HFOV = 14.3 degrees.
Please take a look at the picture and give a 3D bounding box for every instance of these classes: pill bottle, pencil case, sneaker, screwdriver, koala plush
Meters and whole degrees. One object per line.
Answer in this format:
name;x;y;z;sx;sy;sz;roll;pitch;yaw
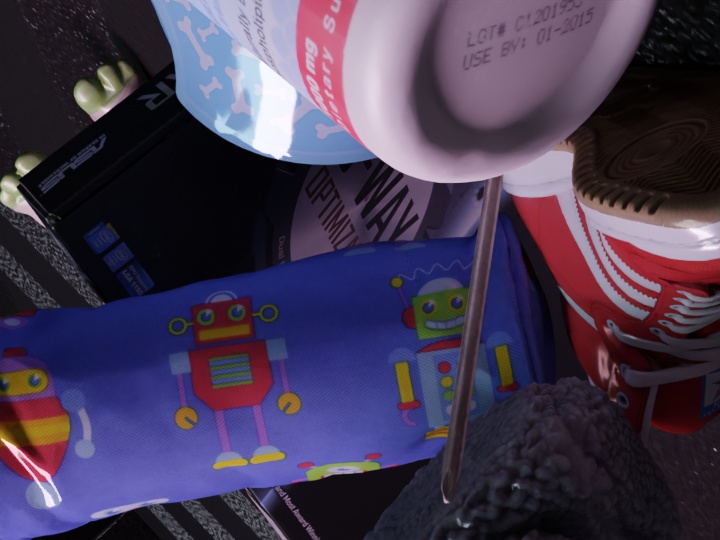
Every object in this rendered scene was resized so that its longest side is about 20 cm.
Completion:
pill bottle;-0.014;-0.118;0.823;0.200;0.109;0.109;40;165;36
pencil case;-0.036;0.036;0.930;0.087;0.200;0.078;66;-166;-75
sneaker;0.101;0.004;0.840;0.113;0.071;0.200;66;172;-12
screwdriver;0.041;-0.019;0.823;0.029;0.200;0.028;19;145;-22
koala plush;0.063;0.174;0.840;0.200;0.184;0.177;43;-159;-15

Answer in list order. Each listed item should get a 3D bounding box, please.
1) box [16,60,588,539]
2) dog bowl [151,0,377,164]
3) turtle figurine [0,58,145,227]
box;0.000;0.000;1.013;0.200;0.160;0.044;56;173;-27
dog bowl;-0.041;-0.121;0.928;0.200;0.111;0.050;44;154;24
turtle figurine;-0.109;-0.014;1.429;0.194;0.200;0.144;47;134;31
